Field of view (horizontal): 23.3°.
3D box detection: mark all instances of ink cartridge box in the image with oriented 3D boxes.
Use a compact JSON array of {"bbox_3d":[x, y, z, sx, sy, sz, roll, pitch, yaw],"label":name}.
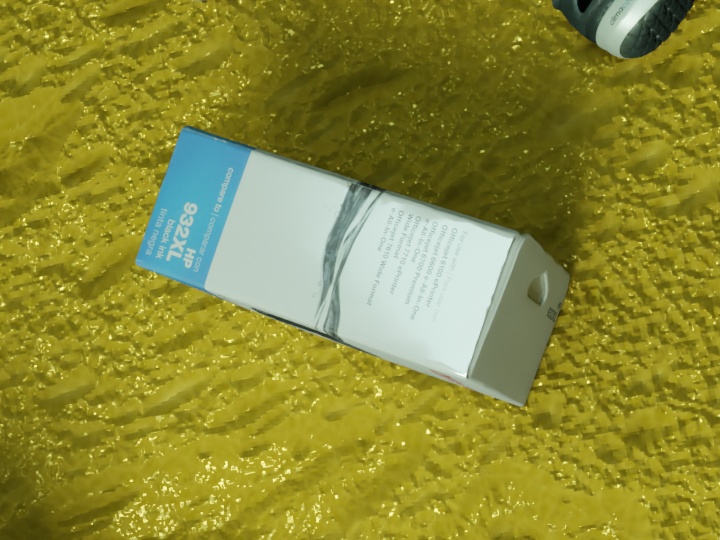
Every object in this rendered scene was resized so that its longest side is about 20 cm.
[{"bbox_3d":[0.000,0.000,0.968,0.199,0.145,0.084,19,86,20],"label":"ink cartridge box"}]

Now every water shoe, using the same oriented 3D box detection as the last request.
[{"bbox_3d":[0.184,-0.218,0.993,0.079,0.071,0.200,39,92,22],"label":"water shoe"}]
